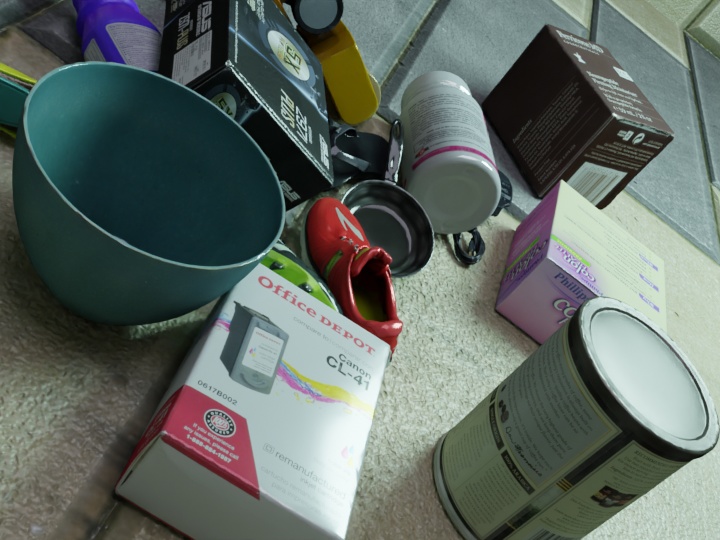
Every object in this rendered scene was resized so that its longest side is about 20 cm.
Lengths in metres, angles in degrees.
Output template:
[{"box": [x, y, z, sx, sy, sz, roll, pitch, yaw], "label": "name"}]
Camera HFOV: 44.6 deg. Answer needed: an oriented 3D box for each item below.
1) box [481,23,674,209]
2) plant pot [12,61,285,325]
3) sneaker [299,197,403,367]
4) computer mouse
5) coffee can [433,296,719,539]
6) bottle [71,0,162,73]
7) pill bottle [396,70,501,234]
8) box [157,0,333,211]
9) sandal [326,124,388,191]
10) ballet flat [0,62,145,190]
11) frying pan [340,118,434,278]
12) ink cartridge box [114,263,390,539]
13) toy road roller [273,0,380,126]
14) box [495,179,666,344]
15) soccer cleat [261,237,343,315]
[{"box": [0.321, -0.225, 1.315, 0.164, 0.165, 0.202, 5, 48, -40], "label": "box"}, {"box": [-0.175, -0.037, 0.663, 0.198, 0.135, 0.202, 26, 37, -21], "label": "plant pot"}, {"box": [0.000, 0.000, 0.823, 0.076, 0.085, 0.202, 1, 50, -27], "label": "sneaker"}, {"box": [0.149, -0.067, 1.103, 0.058, 0.034, 0.201, 30, 42, 0], "label": "computer mouse"}, {"box": [0.175, 0.141, 0.743, 0.145, 0.200, 0.148, 25, 37, -21], "label": "coffee can"}, {"box": [-0.230, -0.213, 0.865, 0.083, 0.065, 0.201, -2, 52, -51], "label": "bottle"}, {"box": [0.102, -0.150, 1.068, 0.112, 0.114, 0.202, 23, 38, -23], "label": "pill bottle"}, {"box": [-0.108, -0.178, 0.843, 0.164, 0.085, 0.202, 47, 26, -41], "label": "box"}, {"box": [-0.013, -0.133, 0.974, 0.199, 0.043, 0.077, -15, 81, -56], "label": "sandal"}, {"box": [-0.267, -0.132, 0.750, 0.198, 0.067, 0.067, 28, 15, -15], "label": "ballet flat"}, {"box": [0.016, -0.076, 0.944, 0.113, 0.031, 0.193, -3, 66, -29], "label": "frying pan"}, {"box": [-0.069, 0.106, 0.652, 0.147, 0.086, 0.201, 33, 37, -11], "label": "ink cartridge box"}, {"box": [-0.076, -0.250, 1.021, 0.201, 0.144, 0.123, 61, 2, -35], "label": "toy road roller"}, {"box": [0.272, 0.017, 1.064, 0.175, 0.097, 0.201, 36, 34, -6], "label": "box"}, {"box": [-0.080, -0.005, 0.785, 0.200, 0.068, 0.081, 44, 22, 5], "label": "soccer cleat"}]
